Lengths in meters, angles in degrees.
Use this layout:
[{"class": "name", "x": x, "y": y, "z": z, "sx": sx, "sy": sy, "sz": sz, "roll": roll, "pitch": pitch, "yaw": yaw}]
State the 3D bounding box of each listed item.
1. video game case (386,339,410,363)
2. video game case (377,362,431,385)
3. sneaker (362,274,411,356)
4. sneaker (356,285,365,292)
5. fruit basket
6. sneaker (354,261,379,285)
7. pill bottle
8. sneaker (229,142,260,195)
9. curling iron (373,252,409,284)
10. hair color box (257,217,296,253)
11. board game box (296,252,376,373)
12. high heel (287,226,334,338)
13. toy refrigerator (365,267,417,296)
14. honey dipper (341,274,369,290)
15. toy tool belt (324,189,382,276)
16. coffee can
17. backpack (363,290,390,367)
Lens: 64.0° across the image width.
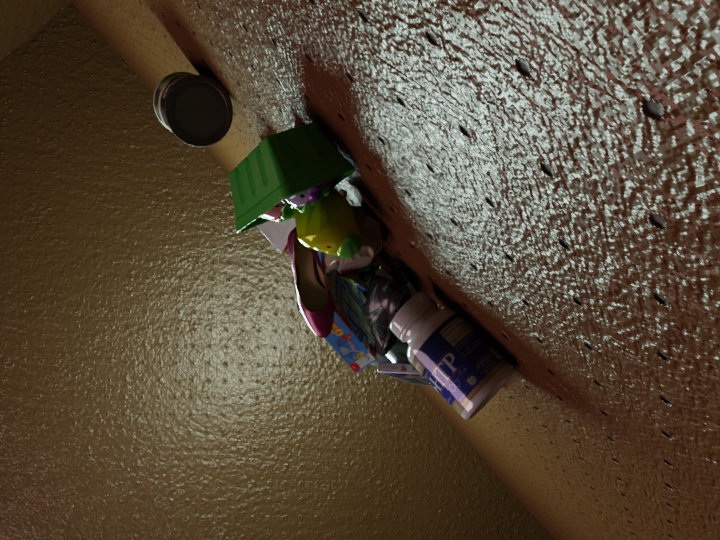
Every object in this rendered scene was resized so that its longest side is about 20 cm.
[{"class": "video game case", "x": 0.129, "y": 0.180, "z": 1.271, "sx": 0.196, "sy": 0.022, "sz": 0.182, "roll": 14, "pitch": -170, "yaw": -24}, {"class": "video game case", "x": 0.153, "y": 0.208, "z": 1.137, "sx": 0.179, "sy": 0.023, "sz": 0.199, "roll": -2, "pitch": 163, "yaw": 27}, {"class": "sneaker", "x": 0.046, "y": 0.085, "z": 1.114, "sx": 0.078, "sy": 0.075, "sz": 0.202, "roll": 29, "pitch": 138, "yaw": 19}, {"class": "sneaker", "x": -0.063, "y": -0.013, "z": 1.457, "sx": 0.200, "sy": 0.111, "sz": 0.077, "roll": 46, "pitch": 173, "yaw": 14}, {"class": "fruit basket", "x": -0.089, "y": -0.095, "z": 0.877, "sx": 0.214, "sy": 0.154, "sz": 0.219, "roll": 31, "pitch": 134, "yaw": 38}, {"class": "sneaker", "x": 0.000, "y": 0.000, "z": 1.289, "sx": 0.085, "sy": 0.078, "sz": 0.200, "roll": 44, "pitch": 172, "yaw": 14}, {"class": "pill bottle", "x": 0.147, "y": 0.136, "z": 0.970, "sx": 0.200, "sy": 0.120, "sz": 0.120, "roll": 44, "pitch": 173, "yaw": 22}, {"class": "sneaker", "x": -0.242, "y": -0.218, "z": 1.300, "sx": 0.078, "sy": 0.140, "sz": 0.200, "roll": 48, "pitch": 173, "yaw": -18}, {"class": "curling iron", "x": 0.033, "y": -0.035, "z": 1.128, "sx": 0.200, "sy": 0.025, "sz": 0.050, "roll": 48, "pitch": 156, "yaw": 38}, {"class": "hair color box", "x": -0.132, "y": -0.135, "z": 1.043, "sx": 0.111, "sy": 0.064, "sz": 0.200, "roll": 46, "pitch": 143, "yaw": 7}, {"class": "board game box", "x": -0.047, "y": 0.075, "z": 1.200, "sx": 0.197, "sy": 0.055, "sz": 0.201, "roll": 51, "pitch": -163, "yaw": -26}, {"class": "high heel", "x": -0.092, "y": 0.024, "z": 1.019, "sx": 0.096, "sy": 0.066, "sz": 0.204, "roll": -29, "pitch": -78, "yaw": -87}, {"class": "toy refrigerator", "x": 0.098, "y": 0.086, "z": 1.199, "sx": 0.201, "sy": 0.070, "sz": 0.076, "roll": 51, "pitch": 171, "yaw": -29}, {"class": "honey dipper", "x": 0.037, "y": 0.044, "z": 1.240, "sx": 0.198, "sy": 0.038, "sz": 0.038, "roll": 32, "pitch": 178, "yaw": -20}, {"class": "toy tool belt", "x": -0.025, "y": -0.066, "z": 1.041, "sx": 0.200, "sy": 0.122, "sz": 0.126, "roll": 126, "pitch": 132, "yaw": -80}, {"class": "coffee can", "x": -0.385, "y": -0.371, "z": 1.315, "sx": 0.147, "sy": 0.146, "sz": 0.200, "roll": 51, "pitch": 172, "yaw": -32}, {"class": "backpack", "x": 0.041, "y": 0.155, "z": 1.510, "sx": 0.145, "sy": 0.186, "sz": 0.199, "roll": 24, "pitch": -178, "yaw": -31}]
